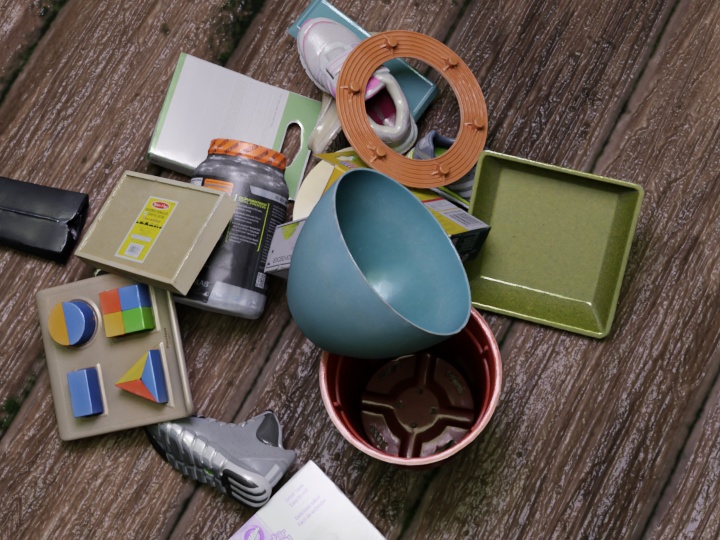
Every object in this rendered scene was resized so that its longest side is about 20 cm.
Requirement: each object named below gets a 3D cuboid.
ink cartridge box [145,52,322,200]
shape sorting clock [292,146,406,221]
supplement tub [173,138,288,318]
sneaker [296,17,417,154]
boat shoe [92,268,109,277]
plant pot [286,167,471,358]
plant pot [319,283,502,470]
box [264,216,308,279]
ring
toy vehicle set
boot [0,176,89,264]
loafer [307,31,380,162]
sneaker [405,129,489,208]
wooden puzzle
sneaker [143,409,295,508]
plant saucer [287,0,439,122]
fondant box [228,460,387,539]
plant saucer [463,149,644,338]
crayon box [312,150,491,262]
[{"bbox_3d":[-0.162,-0.181,1.769,0.199,0.048,0.147,19,74,-10],"label":"ink cartridge box"},{"bbox_3d":[0.013,-0.059,1.709,0.198,0.039,0.202,1,82,-5],"label":"shape sorting clock"},{"bbox_3d":[-0.158,-0.050,1.662,0.121,0.123,0.202,12,84,8],"label":"supplement tub"},{"bbox_3d":[0.000,-0.232,1.662,0.081,0.088,0.200,-43,90,-5],"label":"sneaker"},{"bbox_3d":[-0.281,0.071,1.683,0.072,0.072,0.201,-29,72,-4],"label":"boat shoe"},{"bbox_3d":[0.000,0.014,1.429,0.135,0.199,0.201,-37,69,30],"label":"plant pot"},{"bbox_3d":[0.060,0.140,1.568,0.199,0.195,0.203,-1,72,4],"label":"plant pot"},{"bbox_3d":[0.000,0.000,1.601,0.199,0.117,0.061,18,79,-19],"label":"box"},{"bbox_3d":[0.065,-0.195,1.622,0.199,0.019,0.202,7,71,-23],"label":"ring"},{"bbox_3d":[-0.242,-0.047,1.599,0.199,0.027,0.125,15,69,44],"label":"toy vehicle set"},{"bbox_3d":[-0.444,-0.112,1.757,0.198,0.066,0.166,14,83,12],"label":"boot"},{"bbox_3d":[-0.023,-0.227,1.760,0.068,0.076,0.201,23,66,13],"label":"loafer"},{"bbox_3d":[0.151,-0.114,1.687,0.198,0.081,0.074,18,63,-5],"label":"sneaker"},{"bbox_3d":[-0.301,0.098,1.620,0.199,0.046,0.187,-13,85,23],"label":"wooden puzzle"},{"bbox_3d":[-0.161,0.200,1.644,0.199,0.075,0.115,28,51,26],"label":"sneaker"},{"bbox_3d":[0.006,-0.268,1.727,0.199,0.019,0.070,38,66,-2],"label":"plant saucer"},{"bbox_3d":[-0.040,0.344,1.585,0.144,0.058,0.200,-43,73,-9],"label":"fondant box"},{"bbox_3d":[0.225,-0.037,1.648,0.198,0.048,0.201,14,114,9],"label":"plant saucer"},{"bbox_3d":[0.041,-0.074,1.610,0.199,0.127,0.051,33,110,21],"label":"crayon box"}]
